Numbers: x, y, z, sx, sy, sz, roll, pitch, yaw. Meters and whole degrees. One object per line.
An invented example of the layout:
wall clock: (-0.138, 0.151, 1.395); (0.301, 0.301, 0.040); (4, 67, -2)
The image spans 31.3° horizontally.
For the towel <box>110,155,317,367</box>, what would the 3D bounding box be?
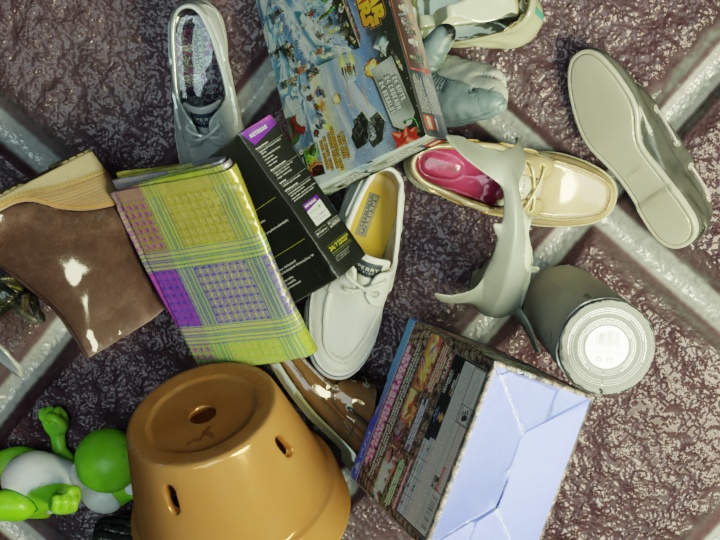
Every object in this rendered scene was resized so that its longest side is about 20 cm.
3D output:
towel: (-0.128, -0.005, 1.122); (0.143, 0.023, 0.200); (-8, 115, 35)

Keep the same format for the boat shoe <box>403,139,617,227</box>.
boat shoe: (0.135, -0.077, 1.165); (0.199, 0.069, 0.074); (10, 100, 3)

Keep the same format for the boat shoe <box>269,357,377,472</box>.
boat shoe: (-0.014, 0.124, 1.215); (0.068, 0.072, 0.200); (-38, 104, 5)

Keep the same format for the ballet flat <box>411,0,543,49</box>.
ballet flat: (0.063, -0.227, 1.148); (0.199, 0.069, 0.070); (-4, 99, 5)

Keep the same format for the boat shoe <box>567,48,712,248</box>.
boat shoe: (0.253, -0.114, 1.164); (0.067, 0.057, 0.200); (-28, 93, 44)

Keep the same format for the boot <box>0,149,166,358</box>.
boot: (-0.271, 0.004, 1.117); (0.200, 0.072, 0.167); (-32, 106, -34)

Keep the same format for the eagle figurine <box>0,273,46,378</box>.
eagle figurine: (-0.398, 0.028, 1.200); (0.199, 0.151, 0.152); (-11, 109, -5)

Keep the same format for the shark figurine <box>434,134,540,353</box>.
shark figurine: (0.104, -0.007, 1.092); (0.089, 0.128, 0.215); (-10, 142, -7)

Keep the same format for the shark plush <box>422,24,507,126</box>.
shark plush: (0.035, -0.141, 1.135); (0.199, 0.091, 0.084); (-14, 56, 18)

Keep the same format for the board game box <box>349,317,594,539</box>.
board game box: (0.088, 0.145, 1.103); (0.097, 0.200, 0.160); (20, 92, -19)

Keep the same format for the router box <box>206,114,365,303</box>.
router box: (-0.110, -0.028, 1.152); (0.200, 0.051, 0.149); (-29, 98, 42)

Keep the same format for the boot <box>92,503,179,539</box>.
boot: (-0.161, 0.304, 1.197); (0.157, 0.211, 0.080); (-17, 137, -3)

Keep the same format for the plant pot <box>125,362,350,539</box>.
plant pot: (-0.120, 0.176, 1.141); (0.199, 0.200, 0.140); (-11, 123, 6)

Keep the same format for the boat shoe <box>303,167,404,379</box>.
boat shoe: (0.000, 0.000, 1.161); (0.071, 0.070, 0.201); (18, 83, -9)

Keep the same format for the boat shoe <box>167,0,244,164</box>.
boat shoe: (-0.140, -0.147, 1.175); (0.072, 0.069, 0.201); (-1, 100, 4)

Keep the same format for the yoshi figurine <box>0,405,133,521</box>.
yoshi figurine: (-0.288, 0.189, 1.225); (0.199, 0.112, 0.113); (-5, 92, 2)

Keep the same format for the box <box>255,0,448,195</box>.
box: (-0.011, -0.182, 1.117); (0.137, 0.040, 0.201); (-22, 77, 34)

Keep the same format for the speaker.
speaker: (0.192, 0.047, 1.115); (0.081, 0.200, 0.082); (0, 97, -1)
